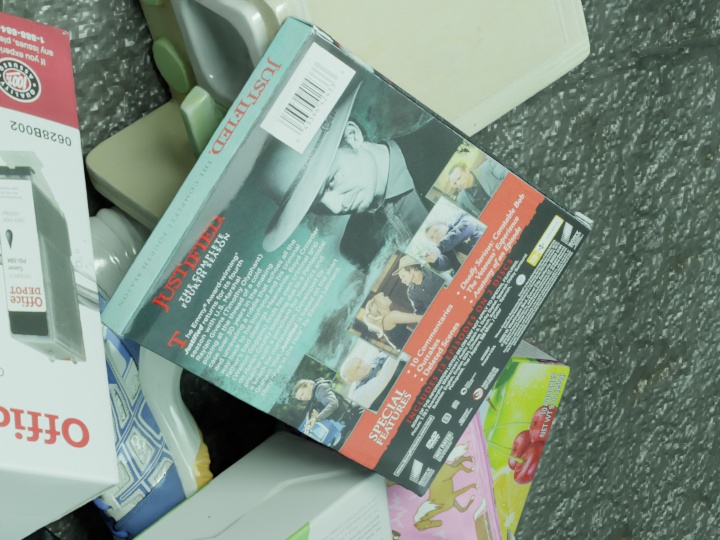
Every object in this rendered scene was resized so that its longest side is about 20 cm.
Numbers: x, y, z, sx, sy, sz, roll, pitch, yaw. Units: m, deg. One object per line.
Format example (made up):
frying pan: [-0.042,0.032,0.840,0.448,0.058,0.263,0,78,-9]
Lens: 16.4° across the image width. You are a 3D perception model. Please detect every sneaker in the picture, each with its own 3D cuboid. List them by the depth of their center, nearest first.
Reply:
sneaker: [-0.120,0.069,1.135,0.088,0.075,0.200,-15,111,-24]

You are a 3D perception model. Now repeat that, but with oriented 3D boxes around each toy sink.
toy sink: [-0.024,-0.110,1.074,0.200,0.130,0.112,-33,129,-20]

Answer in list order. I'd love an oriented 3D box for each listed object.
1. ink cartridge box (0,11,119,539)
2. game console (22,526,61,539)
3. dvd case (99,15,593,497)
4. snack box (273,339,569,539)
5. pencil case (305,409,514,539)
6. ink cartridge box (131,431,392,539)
ink cartridge box: [-0.179,-0.004,0.955,0.147,0.083,0.200,12,60,-42]
game console: [-0.218,0.187,1.116,0.176,0.116,0.200,-36,123,18]
dvd case: [0.000,0.000,1.046,0.200,0.022,0.146,31,91,-45]
snack box: [0.013,0.127,1.275,0.142,0.053,0.200,6,107,-38]
pencil case: [0.020,0.082,1.170,0.086,0.083,0.200,-23,119,-20]
ink cartridge box: [-0.037,0.191,1.146,0.117,0.067,0.200,-34,128,-41]
